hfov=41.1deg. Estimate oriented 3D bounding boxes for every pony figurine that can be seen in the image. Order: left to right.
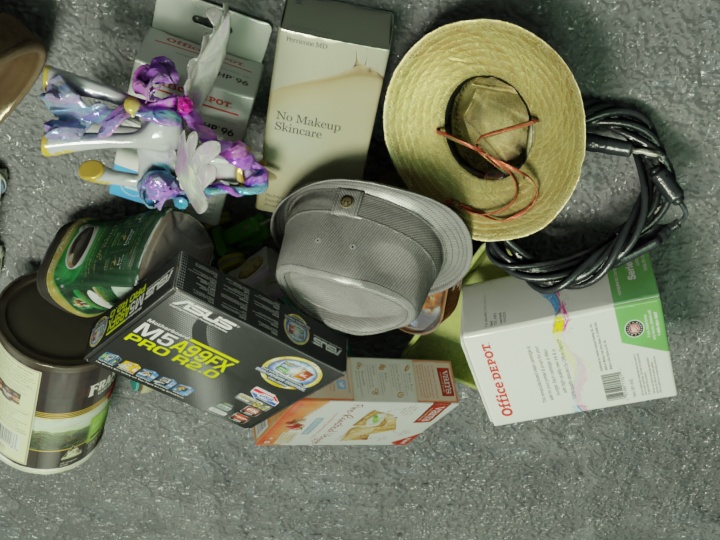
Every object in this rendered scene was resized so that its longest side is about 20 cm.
[{"bbox_3d":[-0.168,-0.121,0.821,0.198,0.168,0.193,8,163,-5],"label":"pony figurine"}]

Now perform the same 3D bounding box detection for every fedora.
[{"bbox_3d":[0.000,0.000,0.904,0.198,0.091,0.178,14,146,8],"label":"fedora"}]

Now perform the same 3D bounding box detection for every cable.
[{"bbox_3d":[0.204,-0.069,0.933,0.199,0.051,0.164,-27,99,19],"label":"cable"}]

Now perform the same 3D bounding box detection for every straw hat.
[{"bbox_3d":[0.122,-0.136,0.889,0.199,0.085,0.203,9,115,20],"label":"straw hat"}]

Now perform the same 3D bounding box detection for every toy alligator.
[{"bbox_3d":[-0.134,-0.032,1.033,0.199,0.060,0.054,-23,168,20],"label":"toy alligator"}]

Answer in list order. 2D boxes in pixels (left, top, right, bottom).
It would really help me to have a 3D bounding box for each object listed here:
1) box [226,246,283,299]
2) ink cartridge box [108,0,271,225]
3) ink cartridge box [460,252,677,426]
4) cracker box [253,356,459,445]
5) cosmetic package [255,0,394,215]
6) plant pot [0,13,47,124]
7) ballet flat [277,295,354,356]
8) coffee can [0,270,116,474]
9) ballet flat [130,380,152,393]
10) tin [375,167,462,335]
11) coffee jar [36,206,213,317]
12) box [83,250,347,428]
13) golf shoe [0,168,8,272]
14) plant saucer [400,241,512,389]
[{"bbox_3d":[-0.158,0.045,1.033,0.199,0.042,0.039,-32,136,24],"label":"box"},{"bbox_3d":[-0.164,-0.152,0.919,0.115,0.068,0.201,16,130,-9],"label":"ink cartridge box"},{"bbox_3d":[0.216,0.072,1.002,0.198,0.084,0.146,-12,128,15],"label":"ink cartridge box"},{"bbox_3d":[-0.008,0.149,1.078,0.198,0.058,0.134,4,149,-26],"label":"cracker box"},{"bbox_3d":[-0.037,-0.147,0.909,0.102,0.073,0.201,9,132,-3],"label":"cosmetic package"},{"bbox_3d":[-0.409,-0.191,0.846,0.175,0.201,0.200,46,122,-10],"label":"plant pot"},{"bbox_3d":[-0.076,0.066,1.107,0.072,0.068,0.201,-7,133,37],"label":"ballet flat"},{"bbox_3d":[-0.357,0.119,1.118,0.145,0.147,0.201,17,131,-10],"label":"coffee can"},{"bbox_3d":[-0.234,0.065,1.123,0.069,0.070,0.201,11,133,-5],"label":"ballet flat"},{"bbox_3d":[0.057,-0.023,0.995,0.111,0.042,0.201,29,135,24],"label":"tin"},{"bbox_3d":[-0.247,-0.005,0.989,0.199,0.105,0.085,-2,148,42],"label":"coffee jar"},{"bbox_3d":[-0.136,0.074,0.918,0.199,0.045,0.160,30,135,-32],"label":"box"},{"bbox_3d":[-0.433,-0.024,1.035,0.077,0.098,0.201,13,132,-9],"label":"golf shoe"},{"bbox_3d":[0.175,0.057,1.081,0.198,0.048,0.201,23,129,-14],"label":"plant saucer"}]
